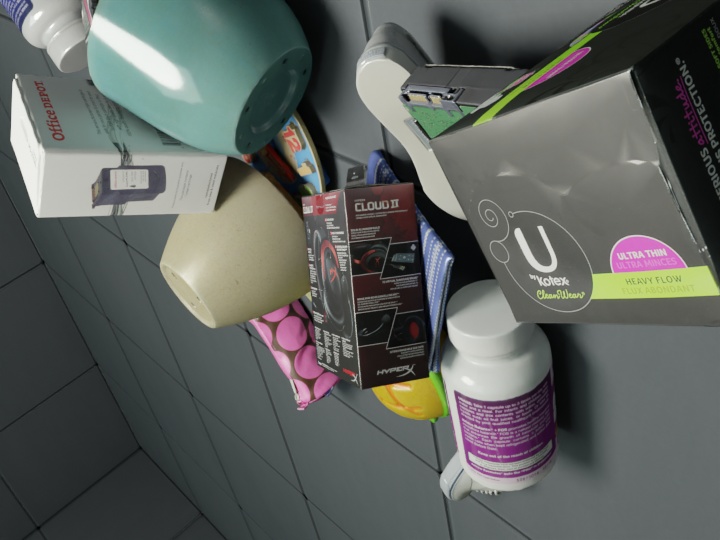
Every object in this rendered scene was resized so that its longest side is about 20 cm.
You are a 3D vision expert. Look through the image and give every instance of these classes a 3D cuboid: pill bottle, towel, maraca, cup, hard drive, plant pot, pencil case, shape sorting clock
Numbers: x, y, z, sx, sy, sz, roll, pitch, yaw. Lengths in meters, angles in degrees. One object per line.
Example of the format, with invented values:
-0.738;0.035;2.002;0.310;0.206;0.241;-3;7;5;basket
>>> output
-0.469;-0.406;1.150;0.202;0.119;0.119;55;152;0;pill bottle
0.044;-0.014;0.781;0.201;0.023;0.147;-119;26;-48;towel
0.139;0.114;0.770;0.111;0.112;0.203;25;141;42;pill bottle
0.060;0.119;0.912;0.138;0.106;0.201;54;168;18;maraca
-0.161;-0.014;0.951;0.199;0.143;0.202;38;156;20;cup
0.125;-0.069;0.576;0.200;0.038;0.139;44;172;-30;hard drive
-0.146;-0.214;0.780;0.160;0.201;0.202;37;150;10;plant pot
-0.109;0.108;1.176;0.202;0.093;0.091;56;152;-1;pencil case
-0.109;-0.154;0.945;0.199;0.039;0.202;38;148;29;shape sorting clock

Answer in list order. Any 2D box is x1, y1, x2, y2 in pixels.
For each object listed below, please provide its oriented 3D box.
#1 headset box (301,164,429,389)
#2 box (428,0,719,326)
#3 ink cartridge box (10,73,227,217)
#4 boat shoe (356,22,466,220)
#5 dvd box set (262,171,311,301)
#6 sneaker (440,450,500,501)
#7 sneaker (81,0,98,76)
0.000;0.000;0.761;0.148;0.073;0.205;-176;80;-71;headset box
0.166;-0.076;0.421;0.148;0.199;0.126;-7;116;59;box
-0.267;-0.136;0.843;0.146;0.196;0.085;54;134;37;ink cartridge box
0.065;-0.125;0.665;0.071;0.070;0.199;-20;131;39;boat shoe
-0.076;-0.023;1.012;0.200;0.029;0.146;48;158;-1;dvd box set
0.149;0.244;0.938;0.071;0.072;0.202;45;151;23;sneaker
-0.352;-0.349;1.086;0.075;0.079;0.202;57;148;25;sneaker
